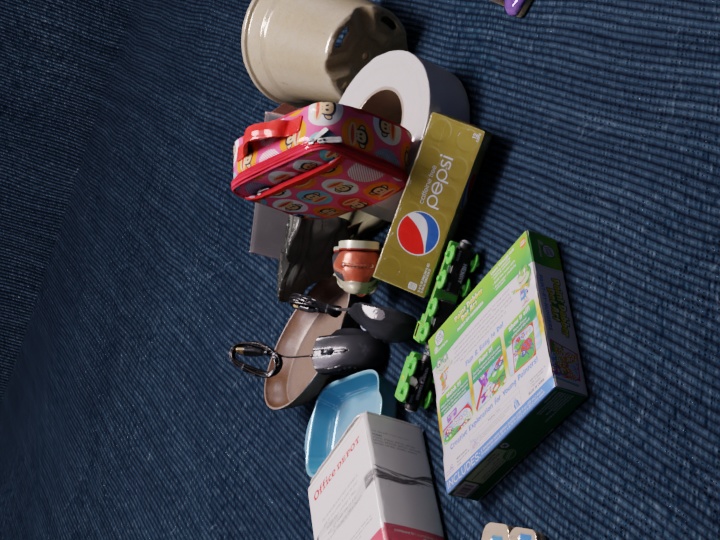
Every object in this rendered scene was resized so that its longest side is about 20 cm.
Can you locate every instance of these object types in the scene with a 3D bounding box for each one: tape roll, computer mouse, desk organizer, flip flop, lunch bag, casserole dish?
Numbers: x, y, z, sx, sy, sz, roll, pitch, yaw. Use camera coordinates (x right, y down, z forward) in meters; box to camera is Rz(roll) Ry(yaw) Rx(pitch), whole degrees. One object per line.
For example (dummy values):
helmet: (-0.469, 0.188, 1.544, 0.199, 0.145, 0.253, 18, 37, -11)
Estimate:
tape roll: (0.043, -0.163, 1.764, 0.202, 0.070, 0.205, -26, 55, 44)
computer mouse: (-0.013, 0.058, 1.722, 0.199, 0.058, 0.034, 9, 79, 44)
desk organizer: (-0.098, -0.123, 1.987, 0.077, 0.071, 0.202, -52, -28, -66)
flip flop: (-0.014, -0.070, 1.888, 0.200, 0.057, 0.082, -38, 42, 52)
lunch bag: (-0.055, -0.130, 1.668, 0.199, 0.175, 0.083, -19, 60, 47)
computer mouse: (-0.066, 0.101, 1.757, 0.034, 0.197, 0.059, 53, -145, -73)
casserole dish: (-0.009, 0.190, 1.732, 0.200, 0.038, 0.123, -27, 51, 60)

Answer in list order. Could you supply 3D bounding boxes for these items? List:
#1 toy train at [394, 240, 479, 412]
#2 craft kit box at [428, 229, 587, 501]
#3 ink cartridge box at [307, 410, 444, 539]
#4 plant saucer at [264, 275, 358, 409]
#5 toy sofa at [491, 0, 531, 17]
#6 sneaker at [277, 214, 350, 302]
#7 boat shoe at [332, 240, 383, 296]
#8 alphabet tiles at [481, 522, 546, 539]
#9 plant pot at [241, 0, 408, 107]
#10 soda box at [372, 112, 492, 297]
toy train: (0.084, 0.061, 1.614, 0.056, 0.041, 0.202, -148, 76, -77)
craft kit box: (0.143, 0.097, 1.456, 0.200, 0.048, 0.199, -51, 34, 41)
ink cartridge box: (0.016, 0.278, 1.564, 0.146, 0.084, 0.201, -56, 31, 34)
plant saucer: (-0.058, 0.096, 1.869, 0.201, 0.034, 0.201, -50, 22, 29)
toy sofa: (0.187, -0.396, 1.634, 0.201, 0.082, 0.098, -55, 28, 35)
sneaker: (-0.061, -0.011, 1.876, 0.200, 0.090, 0.077, 112, 162, -62)
boat shoe: (0.000, 0.000, 1.746, 0.200, 0.070, 0.063, 64, -154, -87)
alphabet tiles: (0.128, 0.343, 1.359, 0.195, 0.014, 0.202, -10, 65, 64)
plant pot: (-0.034, -0.304, 1.959, 0.183, 0.199, 0.202, 29, 101, 54)
soda box: (0.083, -0.076, 1.644, 0.064, 0.067, 0.202, -10, -59, -76)
